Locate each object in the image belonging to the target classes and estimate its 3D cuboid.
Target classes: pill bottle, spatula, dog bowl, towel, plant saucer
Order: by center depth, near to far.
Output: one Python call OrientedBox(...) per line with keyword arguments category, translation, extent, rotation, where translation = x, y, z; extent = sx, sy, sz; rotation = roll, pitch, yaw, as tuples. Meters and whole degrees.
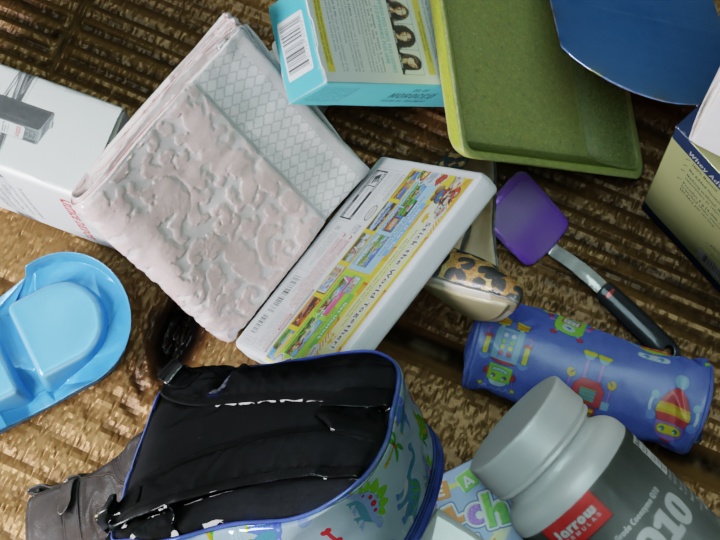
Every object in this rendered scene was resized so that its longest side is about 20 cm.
OrientedBox(category="pill bottle", translation=(0.183, 0.182, 1.218), extent=(0.200, 0.114, 0.114), rotation=(43, 81, -3))
OrientedBox(category="towel", translation=(-0.103, -0.066, 1.281), extent=(0.191, 0.200, 0.032), rotation=(-50, 41, -7))
OrientedBox(category="dog bowl", translation=(-0.274, 0.067, 1.322), extent=(0.199, 0.050, 0.112), rotation=(-28, 76, -4))
OrientedBox(category="plant saucer", translation=(0.129, -0.170, 1.324), extent=(0.198, 0.048, 0.202), rotation=(4, 72, -37))
OrientedBox(category="spatula", translation=(0.183, 0.005, 1.331), extent=(0.057, 0.021, 0.200), rotation=(-44, 79, -10))

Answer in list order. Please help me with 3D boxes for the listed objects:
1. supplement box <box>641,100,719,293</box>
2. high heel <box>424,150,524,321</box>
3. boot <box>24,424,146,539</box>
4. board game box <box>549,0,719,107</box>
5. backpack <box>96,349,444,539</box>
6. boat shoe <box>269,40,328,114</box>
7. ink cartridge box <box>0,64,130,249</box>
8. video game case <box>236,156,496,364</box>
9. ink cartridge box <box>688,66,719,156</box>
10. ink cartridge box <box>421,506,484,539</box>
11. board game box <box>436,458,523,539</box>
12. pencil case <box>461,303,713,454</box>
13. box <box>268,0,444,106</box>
OrientedBox(category="supplement box", translation=(0.337, -0.047, 1.245), extent=(0.134, 0.200, 0.200), rotation=(-40, 78, -8))
OrientedBox(category="high heel", translation=(0.094, -0.039, 1.267), extent=(0.071, 0.200, 0.143), rotation=(35, 82, -26))
OrientedBox(category="boot", translation=(-0.177, 0.217, 1.235), extent=(0.174, 0.069, 0.201), rotation=(-36, 51, 22))
OrientedBox(category="board game box", translation=(0.217, -0.190, 1.323), extent=(0.156, 0.039, 0.201), rotation=(9, 45, -16))
OrientedBox(category="backpack", translation=(-0.044, 0.148, 1.107), extent=(0.198, 0.148, 0.184), rotation=(-13, 35, 25))
OrientedBox(category="boat shoe", translation=(-0.048, -0.169, 1.357), extent=(0.066, 0.074, 0.201), rotation=(26, 79, 8))
OrientedBox(category="ink cartridge box", translation=(-0.278, -0.102, 1.315), extent=(0.198, 0.144, 0.084), rotation=(21, 77, 7))
OrientedBox(category="video game case", translation=(0.000, 0.000, 1.270), extent=(0.023, 0.182, 0.201), rotation=(42, 80, -23))
OrientedBox(category="ink cartridge box", translation=(0.333, -0.160, 1.095), extent=(0.146, 0.145, 0.201), rotation=(27, 77, 9))
OrientedBox(category="ink cartridge box", translation=(0.114, 0.262, 1.169), extent=(0.199, 0.146, 0.083), rotation=(33, 82, 10))
OrientedBox(category="board game box", translation=(0.091, 0.256, 1.265), extent=(0.150, 0.037, 0.201), rotation=(-25, 75, -3))
OrientedBox(category="pencil case", translation=(0.179, 0.080, 1.283), extent=(0.198, 0.087, 0.079), rotation=(17, 118, 7))
OrientedBox(category="box", translation=(0.024, -0.177, 1.306), extent=(0.199, 0.049, 0.083), rotation=(-4, 77, -42))
